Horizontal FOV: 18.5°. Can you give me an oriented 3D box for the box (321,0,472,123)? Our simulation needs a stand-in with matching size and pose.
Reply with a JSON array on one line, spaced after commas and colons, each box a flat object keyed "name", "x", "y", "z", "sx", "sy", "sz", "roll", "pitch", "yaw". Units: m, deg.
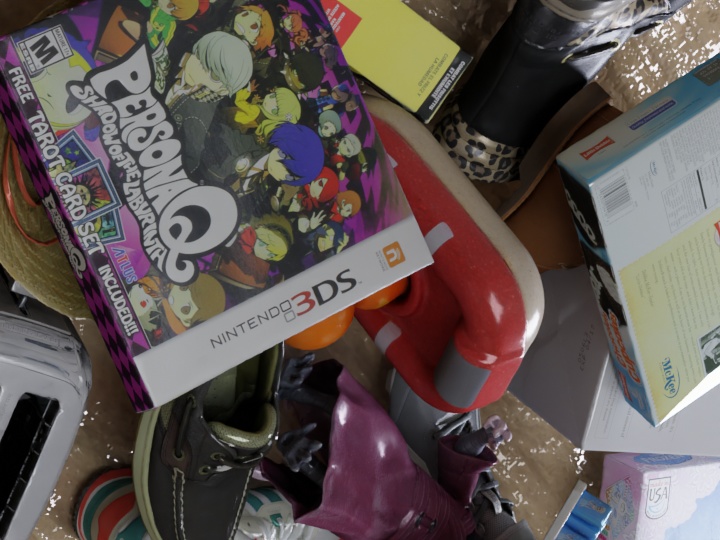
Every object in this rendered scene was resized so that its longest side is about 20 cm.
[{"name": "box", "x": -0.031, "y": -0.160, "z": 1.239, "sx": 0.199, "sy": 0.075, "sz": 0.050, "roll": 34, "pitch": 93, "yaw": -34}]

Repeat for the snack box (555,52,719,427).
[{"name": "snack box", "x": 0.187, "y": -0.014, "z": 1.270, "sx": 0.116, "sy": 0.037, "sz": 0.201, "roll": -32, "pitch": 132, "yaw": -13}]

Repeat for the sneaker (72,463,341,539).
[{"name": "sneaker", "x": -0.070, "y": 0.166, "z": 1.343, "sx": 0.198, "sy": 0.093, "sz": 0.071, "roll": 5, "pitch": 109, "yaw": -28}]

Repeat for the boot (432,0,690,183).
[{"name": "boot", "x": 0.129, "y": -0.135, "z": 1.325, "sx": 0.200, "sy": 0.073, "sz": 0.151, "roll": -29, "pitch": 156, "yaw": -56}]

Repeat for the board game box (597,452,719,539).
[{"name": "board game box", "x": 0.237, "y": 0.218, "z": 1.520, "sx": 0.199, "sy": 0.043, "sz": 0.201, "roll": -4, "pitch": 105, "yaw": -38}]

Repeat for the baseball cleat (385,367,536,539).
[{"name": "baseball cleat", "x": 0.072, "y": 0.133, "z": 1.396, "sx": 0.069, "sy": 0.106, "sz": 0.201, "roll": -31, "pitch": 127, "yaw": -28}]

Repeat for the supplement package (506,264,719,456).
[{"name": "supplement package", "x": 0.207, "y": 0.042, "z": 1.418, "sx": 0.198, "sy": 0.120, "sz": 0.122, "roll": 6, "pitch": 107, "yaw": -29}]

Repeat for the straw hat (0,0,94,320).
[{"name": "straw hat", "x": -0.151, "y": -0.070, "z": 1.202, "sx": 0.200, "sy": 0.085, "sz": 0.203, "roll": -7, "pitch": 100, "yaw": -45}]

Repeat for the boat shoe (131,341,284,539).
[{"name": "boat shoe", "x": -0.078, "y": 0.080, "z": 1.216, "sx": 0.071, "sy": 0.066, "sz": 0.203, "roll": -15, "pitch": 122, "yaw": -40}]

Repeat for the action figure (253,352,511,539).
[{"name": "action figure", "x": 0.017, "y": 0.148, "z": 1.321, "sx": 0.200, "sy": 0.148, "sz": 0.135, "roll": 40, "pitch": 59, "yaw": -30}]

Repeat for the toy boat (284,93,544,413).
[{"name": "toy boat", "x": 0.000, "y": 0.000, "z": 1.248, "sx": 0.130, "sy": 0.200, "sz": 0.131, "roll": -27, "pitch": 157, "yaw": -31}]

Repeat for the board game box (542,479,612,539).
[{"name": "board game box", "x": 0.084, "y": 0.224, "z": 1.281, "sx": 0.026, "sy": 0.200, "sz": 0.201, "roll": 30, "pitch": 81, "yaw": 9}]

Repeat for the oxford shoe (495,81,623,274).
[{"name": "oxford shoe", "x": 0.117, "y": -0.022, "z": 1.325, "sx": 0.071, "sy": 0.071, "sz": 0.200, "roll": -38, "pitch": 166, "yaw": -36}]

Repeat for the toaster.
[{"name": "toaster", "x": -0.227, "y": 0.082, "z": 1.207, "sx": 0.113, "sy": 0.129, "sz": 0.201, "roll": 20, "pitch": 101, "yaw": -31}]

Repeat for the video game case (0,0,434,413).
[{"name": "video game case", "x": -0.077, "y": -0.056, "z": 1.135, "sx": 0.180, "sy": 0.036, "sz": 0.201, "roll": -26, "pitch": 96, "yaw": -26}]
